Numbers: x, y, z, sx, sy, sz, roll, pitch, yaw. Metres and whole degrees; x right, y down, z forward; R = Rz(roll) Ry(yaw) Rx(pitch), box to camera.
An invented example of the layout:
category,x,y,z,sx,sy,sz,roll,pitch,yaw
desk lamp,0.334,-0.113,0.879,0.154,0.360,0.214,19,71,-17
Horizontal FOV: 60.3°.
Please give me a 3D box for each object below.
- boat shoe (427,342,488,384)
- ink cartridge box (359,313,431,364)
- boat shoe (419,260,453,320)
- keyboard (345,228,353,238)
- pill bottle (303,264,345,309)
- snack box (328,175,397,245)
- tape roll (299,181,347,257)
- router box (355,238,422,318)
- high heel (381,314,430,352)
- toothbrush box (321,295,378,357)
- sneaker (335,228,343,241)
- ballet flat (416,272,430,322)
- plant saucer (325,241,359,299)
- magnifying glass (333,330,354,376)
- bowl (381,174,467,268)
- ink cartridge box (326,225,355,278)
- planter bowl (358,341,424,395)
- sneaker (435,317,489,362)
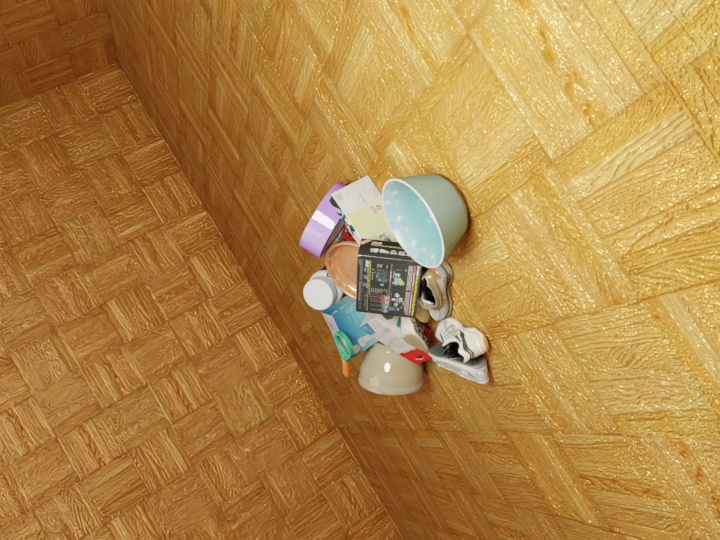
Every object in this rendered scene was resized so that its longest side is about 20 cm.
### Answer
category,x,y,z,sx,sy,sz,roll,pitch,yaw
boat shoe,0.246,0.232,1.568,0.202,0.074,0.065,12,125,56
ink cartridge box,0.112,0.174,1.723,0.200,0.067,0.116,34,152,-10
boat shoe,0.175,0.057,1.492,0.075,0.068,0.200,45,155,37
keyboard,0.027,-0.061,1.634,0.200,0.021,0.127,2,128,33
pill bottle,-0.090,0.040,1.891,0.114,0.200,0.114,7,110,19
snack box,0.023,-0.126,1.530,0.200,0.116,0.037,57,157,10
tape roll,-0.081,-0.134,1.637,0.066,0.200,0.200,33,158,1
router box,0.068,0.021,1.472,0.200,0.150,0.062,93,-173,-45
high heel,0.146,0.114,1.641,0.071,0.143,0.200,-12,131,45
toothbrush box,0.010,0.138,1.813,0.085,0.200,0.147,12,131,63
sneaker,-0.041,-0.096,1.780,0.200,0.082,0.074,61,161,-7
ballet flat,0.143,0.044,1.566,0.063,0.069,0.200,-13,110,47
plant saucer,0.000,0.000,1.666,0.200,0.037,0.200,20,136,20
magnifying glass,-0.044,0.242,1.767,0.080,0.022,0.200,46,157,32
bowl,0.144,-0.117,1.270,0.201,0.105,0.201,49,158,27
ink cartridge box,-0.023,-0.038,1.742,0.109,0.050,0.200,23,140,2
planter bowl,0.094,0.267,1.845,0.200,0.200,0.135,23,115,59
sneaker,0.223,0.171,1.511,0.076,0.088,0.200,63,162,-14
